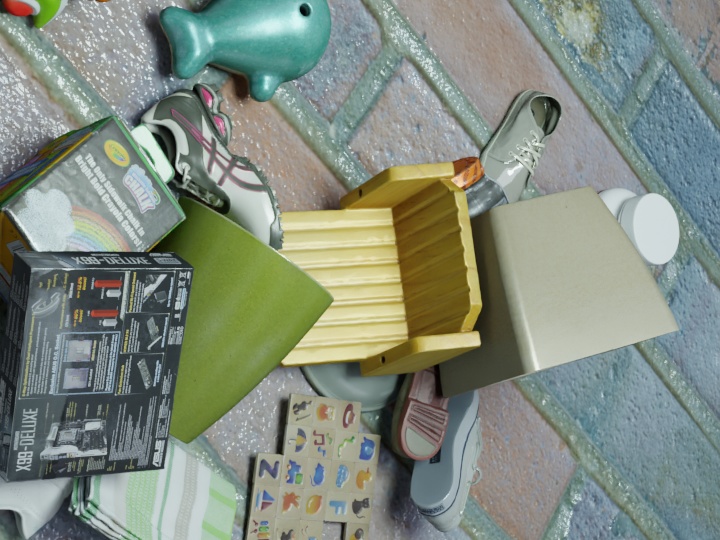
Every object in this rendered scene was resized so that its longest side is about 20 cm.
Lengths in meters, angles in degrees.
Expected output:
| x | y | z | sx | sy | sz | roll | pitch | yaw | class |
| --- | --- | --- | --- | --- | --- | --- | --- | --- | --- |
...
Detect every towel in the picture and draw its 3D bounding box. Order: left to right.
| x | y | z | sx | sy | sz | roll | pitch | yaw | class |
| --- | --- | --- | --- | --- | --- | --- | --- | --- | --- |
| -0.195 | 0.220 | 1.409 | 0.200 | 0.031 | 0.150 | 40 | 33 | -32 | towel |

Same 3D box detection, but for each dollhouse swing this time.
| x | y | z | sx | sy | sz | roll | pitch | yaw | class |
| --- | --- | --- | --- | --- | --- | --- | --- | --- | --- |
| 0.000 | 0.000 | 1.515 | 0.174 | 0.181 | 0.202 | 2 | 73 | -31 | dollhouse swing |

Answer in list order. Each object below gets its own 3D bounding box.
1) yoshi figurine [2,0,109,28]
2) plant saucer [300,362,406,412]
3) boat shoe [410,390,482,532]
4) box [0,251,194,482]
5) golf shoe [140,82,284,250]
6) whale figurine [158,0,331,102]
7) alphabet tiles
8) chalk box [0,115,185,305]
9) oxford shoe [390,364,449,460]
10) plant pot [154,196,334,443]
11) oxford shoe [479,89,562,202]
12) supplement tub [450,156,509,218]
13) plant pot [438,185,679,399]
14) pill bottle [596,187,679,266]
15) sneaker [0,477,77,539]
| x | y | z | sx | sy | sz | roll | pitch | yaw | class |
| --- | --- | --- | --- | --- | --- | --- | --- | --- | --- |
| -0.332 | -0.303 | 1.361 | 0.199 | 0.112 | 0.113 | -14 | 77 | -37 | yoshi figurine |
| 0.012 | 0.059 | 1.630 | 0.199 | 0.050 | 0.203 | 6 | 81 | -39 | plant saucer |
| 0.110 | 0.216 | 1.663 | 0.203 | 0.074 | 0.086 | -79 | 150 | -45 | boat shoe |
| -0.240 | 0.085 | 1.283 | 0.156 | 0.050 | 0.202 | -1 | 109 | -34 | box |
| -0.152 | -0.094 | 1.488 | 0.088 | 0.077 | 0.201 | -26 | 81 | -31 | golf shoe |
| -0.115 | -0.260 | 1.527 | 0.199 | 0.103 | 0.161 | -17 | 96 | -39 | whale figurine |
| -0.050 | 0.240 | 1.573 | 0.166 | 0.008 | 0.203 | 11 | 82 | -38 | alphabet tiles |
| -0.264 | -0.060 | 1.370 | 0.200 | 0.123 | 0.125 | -45 | 112 | -35 | chalk box |
| 0.076 | 0.117 | 1.634 | 0.070 | 0.075 | 0.202 | 28 | 75 | -17 | oxford shoe |
| -0.156 | 0.062 | 1.425 | 0.187 | 0.187 | 0.201 | 37 | 82 | -30 | plant pot |
| 0.200 | -0.148 | 1.805 | 0.075 | 0.057 | 0.201 | 41 | 63 | -31 | oxford shoe |
| 0.135 | -0.024 | 1.694 | 0.122 | 0.122 | 0.202 | -34 | 107 | -36 | supplement tub |
| 0.190 | 0.019 | 1.558 | 0.198 | 0.200 | 0.179 | -13 | 82 | -26 | plant pot |
| 0.289 | -0.040 | 1.772 | 0.111 | 0.199 | 0.114 | 5 | 82 | -39 | pill bottle |
| -0.352 | 0.173 | 1.308 | 0.200 | 0.075 | 0.089 | 44 | 71 | -28 | sneaker |
